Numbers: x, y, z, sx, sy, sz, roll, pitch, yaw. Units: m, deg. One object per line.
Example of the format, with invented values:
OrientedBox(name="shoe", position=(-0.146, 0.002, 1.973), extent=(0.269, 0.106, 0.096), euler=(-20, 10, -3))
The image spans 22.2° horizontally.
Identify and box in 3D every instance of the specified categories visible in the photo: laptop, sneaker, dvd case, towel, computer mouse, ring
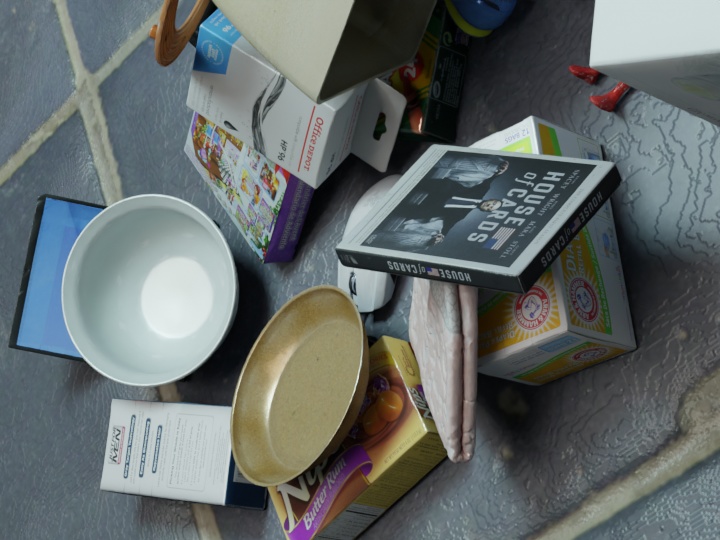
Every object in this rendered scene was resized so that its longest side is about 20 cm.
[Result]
OrientedBox(name="laptop", position=(-0.271, 0.017, 2.001), extent=(0.199, 0.103, 0.179), euler=(7, 85, 45))
OrientedBox(name="sneaker", position=(0.092, -0.320, 1.737), extent=(0.078, 0.066, 0.201), euler=(-48, 63, 49))
OrientedBox(name="dvd case", position=(0.096, -0.045, 1.514), extent=(0.199, 0.025, 0.150), euler=(8, 45, 43))
OrientedBox(name="towel", position=(0.070, 0.037, 1.608), extent=(0.200, 0.032, 0.192), euler=(-104, 11, -59))
OrientedBox(name="computer mouse", position=(0.000, 0.000, 1.786), extent=(0.109, 0.044, 0.202), euler=(17, 92, 46))
OrientedBox(name="ring", position=(-0.153, -0.286, 1.710), extent=(0.019, 0.200, 0.202), euler=(24, 99, 2))

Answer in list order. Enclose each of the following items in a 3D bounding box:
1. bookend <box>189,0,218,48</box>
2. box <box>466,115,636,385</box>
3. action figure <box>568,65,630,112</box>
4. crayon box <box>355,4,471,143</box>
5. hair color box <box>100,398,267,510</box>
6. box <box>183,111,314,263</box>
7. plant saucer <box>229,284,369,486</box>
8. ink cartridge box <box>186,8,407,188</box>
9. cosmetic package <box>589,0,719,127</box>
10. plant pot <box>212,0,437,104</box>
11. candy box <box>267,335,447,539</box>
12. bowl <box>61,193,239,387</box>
OrientedBox(name="bookend", position=(-0.051, -0.302, 1.818), extent=(0.198, 0.092, 0.201), euler=(-12, 45, 45))
OrientedBox(name="box", position=(0.154, -0.014, 1.601), extent=(0.112, 0.101, 0.202), euler=(-23, 64, 38))
OrientedBox(name="action figure", position=(0.248, -0.233, 1.573), extent=(0.200, 0.099, 0.065), euler=(-46, 52, 22))
OrientedBox(name="crayon box", position=(0.015, -0.196, 1.817), extent=(0.199, 0.051, 0.128), euler=(7, 85, 45))
OrientedBox(name="hair color box", position=(-0.180, 0.189, 1.900), extent=(0.199, 0.060, 0.101), euler=(0, 79, 43))
OrientedBox(name="box", position=(-0.113, -0.123, 1.898), extent=(0.200, 0.039, 0.137), euler=(53, 138, 38))
OrientedBox(name="plant saucer", position=(-0.050, 0.114, 1.739), extent=(0.200, 0.035, 0.201), euler=(-33, 44, 38))
OrientedBox(name="ink cartridge box", position=(-0.063, -0.162, 1.754), extent=(0.199, 0.068, 0.116), euler=(32, 143, 12))
OrientedBox(name="cosmetic package", position=(0.317, -0.195, 1.421), extent=(0.199, 0.199, 0.124), euler=(0, 79, 44))
OrientedBox(name="plant pot", position=(-0.032, -0.297, 1.645), extent=(0.176, 0.200, 0.201), euler=(32, 119, 16))
OrientedBox(name="candy box", position=(-0.005, 0.170, 1.739), extent=(0.200, 0.056, 0.117), euler=(-44, 51, 26))
OrientedBox(name="bowl", position=(-0.206, 0.025, 1.925), extent=(0.199, 0.090, 0.203), euler=(-3, 82, 19))
